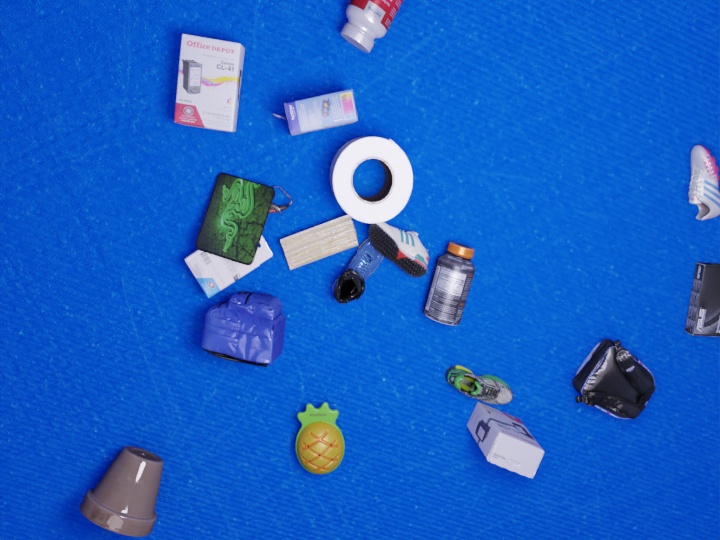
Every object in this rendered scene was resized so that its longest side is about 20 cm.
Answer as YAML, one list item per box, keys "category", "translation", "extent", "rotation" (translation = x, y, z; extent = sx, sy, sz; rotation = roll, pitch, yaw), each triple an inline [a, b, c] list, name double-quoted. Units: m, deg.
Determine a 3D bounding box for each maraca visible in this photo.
- category: "maraca"
  translation: [-0.110, 0.452, 1.724]
  extent: [0.133, 0.107, 0.206]
  rotation: [-4, 102, -4]

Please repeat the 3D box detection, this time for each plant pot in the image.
- category: "plant pot"
  translation: [-0.600, 0.561, 1.665]
  extent: [0.196, 0.200, 0.179]
  rotation: [24, 81, -10]

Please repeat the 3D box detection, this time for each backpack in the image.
- category: "backpack"
  translation: [0.698, 0.305, 1.760]
  extent: [0.188, 0.154, 0.202]
  rotation: [34, 102, -3]
- category: "backpack"
  translation: [-0.297, 0.139, 1.619]
  extent: [0.194, 0.162, 0.173]
  rotation: [7, 92, 6]

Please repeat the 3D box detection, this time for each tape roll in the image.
- category: "tape roll"
  translation: [0.023, -0.227, 1.586]
  extent: [0.196, 0.139, 0.209]
  rotation: [-1, 101, -6]

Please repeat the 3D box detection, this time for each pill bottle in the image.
- category: "pill bottle"
  translation: [0.238, 0.031, 1.678]
  extent: [0.103, 0.106, 0.205]
  rotation: [14, 99, -9]
- category: "pill bottle"
  translation: [0.034, -0.631, 1.519]
  extent: [0.110, 0.112, 0.203]
  rotation: [28, 97, -11]

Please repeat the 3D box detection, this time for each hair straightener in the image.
- category: "hair straightener"
  translation: [-0.267, -0.176, 1.612]
  extent: [0.194, 0.041, 0.079]
  rotation: [-5, 101, 1]

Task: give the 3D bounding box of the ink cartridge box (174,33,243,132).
- category: "ink cartridge box"
  translation: [-0.360, -0.443, 1.529]
  extent: [0.143, 0.086, 0.206]
  rotation: [7, 102, -7]

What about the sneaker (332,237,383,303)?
- category: "sneaker"
  translation: [0.001, 0.001, 1.643]
  extent: [0.076, 0.111, 0.201]
  rotation: [41, 95, -12]

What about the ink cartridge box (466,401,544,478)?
- category: "ink cartridge box"
  translation: [0.387, 0.453, 1.730]
  extent: [0.142, 0.200, 0.086]
  rotation: [23, 99, -10]

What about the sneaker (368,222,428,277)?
- category: "sneaker"
  translation: [0.102, -0.074, 1.655]
  extent: [0.199, 0.095, 0.070]
  rotation: [39, 137, -18]

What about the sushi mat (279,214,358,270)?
- category: "sushi mat"
  translation: [-0.104, -0.073, 1.653]
  extent: [0.195, 0.012, 0.098]
  rotation: [-20, 121, -2]

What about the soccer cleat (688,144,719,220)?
- category: "soccer cleat"
  translation: [0.913, -0.230, 1.716]
  extent: [0.085, 0.070, 0.204]
  rotation: [-25, 103, -1]

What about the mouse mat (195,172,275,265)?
- category: "mouse mat"
  translation: [-0.308, -0.128, 1.579]
  extent: [0.157, 0.008, 0.205]
  rotation: [16, 81, 9]

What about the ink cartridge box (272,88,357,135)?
- category: "ink cartridge box"
  translation: [-0.111, -0.375, 1.542]
  extent: [0.194, 0.137, 0.079]
  rotation: [-14, 101, -3]

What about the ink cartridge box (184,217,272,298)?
- category: "ink cartridge box"
  translation: [-0.328, -0.037, 1.621]
  extent: [0.197, 0.068, 0.118]
  rotation: [-31, 102, 1]

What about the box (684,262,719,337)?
- category: "box"
  translation: [1.024, 0.085, 1.804]
  extent: [0.187, 0.048, 0.206]
  rotation: [4, 100, -9]

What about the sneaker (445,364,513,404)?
- category: "sneaker"
  translation: [0.330, 0.328, 1.758]
  extent: [0.195, 0.085, 0.080]
  rotation: [17, 99, -10]
